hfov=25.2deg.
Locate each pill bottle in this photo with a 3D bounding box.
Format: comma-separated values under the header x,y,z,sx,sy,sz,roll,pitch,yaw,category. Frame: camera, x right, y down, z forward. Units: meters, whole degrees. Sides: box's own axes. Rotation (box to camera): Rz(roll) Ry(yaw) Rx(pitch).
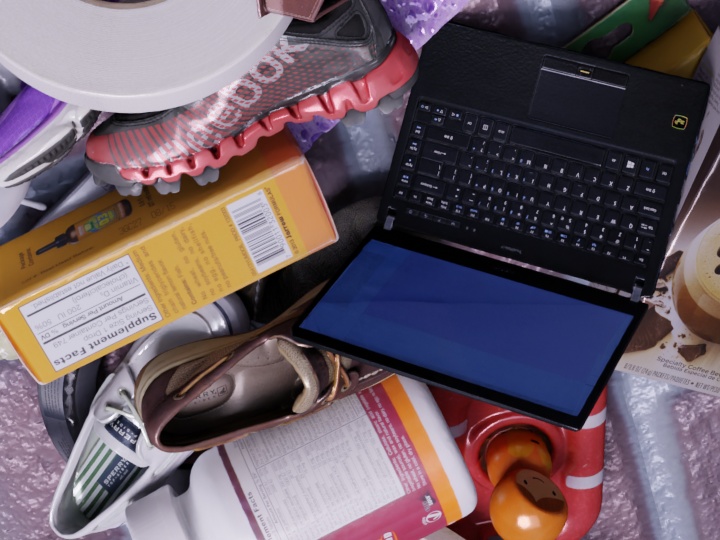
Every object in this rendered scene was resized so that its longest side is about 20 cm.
x,y,z,sx,sy,sz,roll,pitch,yaw,category
-0.037,0.143,1.001,0.199,0.110,0.110,-26,122,-5,pill bottle

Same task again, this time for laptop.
x,y,z,sx,sy,sz,roll,pitch,yaw,category
0.079,-0.034,0.903,0.176,0.103,0.201,17,94,20,laptop

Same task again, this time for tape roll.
x,y,z,sx,sy,sz,roll,pitch,yaw,category
-0.123,-0.184,0.844,0.201,0.037,0.204,0,83,-3,tape roll

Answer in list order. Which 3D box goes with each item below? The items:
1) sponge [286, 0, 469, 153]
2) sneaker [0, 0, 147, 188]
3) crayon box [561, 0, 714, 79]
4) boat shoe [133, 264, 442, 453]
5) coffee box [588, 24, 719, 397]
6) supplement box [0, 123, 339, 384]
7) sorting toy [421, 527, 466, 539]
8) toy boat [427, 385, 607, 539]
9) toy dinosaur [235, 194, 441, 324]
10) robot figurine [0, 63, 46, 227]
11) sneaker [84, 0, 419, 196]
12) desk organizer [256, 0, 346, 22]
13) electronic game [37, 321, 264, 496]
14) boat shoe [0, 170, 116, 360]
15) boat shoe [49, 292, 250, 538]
x,y,z,sx,sy,sz,roll,pitch,yaw,category
-0.032,-0.144,0.950,0.200,0.030,0.111,-41,117,19,sponge
-0.161,-0.139,0.891,0.083,0.081,0.201,28,80,-7,sneaker
0.196,-0.070,1.007,0.127,0.051,0.200,-36,118,16,crayon box
-0.033,0.057,0.932,0.199,0.072,0.073,-18,110,-7,boat shoe
0.227,-0.029,0.957,0.112,0.080,0.201,14,119,-14,coffee box
-0.118,-0.013,0.946,0.199,0.067,0.069,-24,124,-4,supplement box
0.029,0.262,1.136,0.198,0.070,0.200,36,139,-24,sorting toy
0.106,0.131,1.074,0.130,0.131,0.201,-5,122,-3,toy boat
0.000,0.000,1.000,0.199,0.077,0.103,-28,113,-2,toy dinosaur
-0.262,-0.088,0.911,0.169,0.113,0.200,-32,120,1,robot figurine
-0.071,-0.112,0.907,0.199,0.071,0.098,-21,122,5,sneaker
0.036,-0.192,0.829,0.077,0.200,0.072,20,130,34,desk organizer
-0.114,0.077,1.070,0.199,0.042,0.201,-2,114,-4,electronic game
-0.207,0.021,1.005,0.062,0.072,0.200,44,107,-10,boat shoe
-0.131,0.096,0.993,0.073,0.067,0.201,35,120,13,boat shoe
